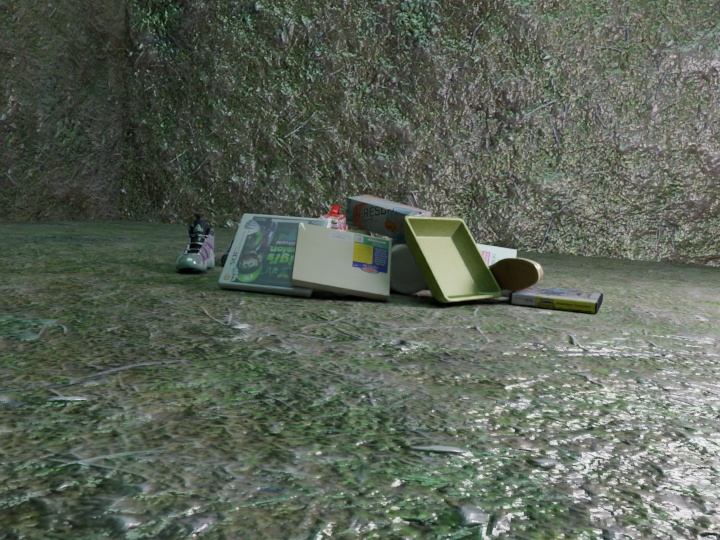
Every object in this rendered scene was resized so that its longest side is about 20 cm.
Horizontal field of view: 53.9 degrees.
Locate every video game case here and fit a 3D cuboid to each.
[{"bbox_3d":[-0.175,-0.036,1.457,0.197,0.184,0.023,5,-33,14],"label":"video game case"},{"bbox_3d":[0.427,0.059,1.533,0.178,0.026,0.200,6,6,22],"label":"video game case"}]

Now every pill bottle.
[{"bbox_3d":[0.114,-0.033,1.607,0.113,0.116,0.200,4,19,6],"label":"pill bottle"}]

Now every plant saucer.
[{"bbox_3d":[0.181,-0.015,1.468,0.198,0.202,0.048,-2,-31,-46],"label":"plant saucer"}]

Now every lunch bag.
[{"bbox_3d":[-0.077,-0.088,1.927,0.081,0.179,0.200,4,5,5],"label":"lunch bag"}]

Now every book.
[{"bbox_3d":[0.263,-0.006,1.672,0.197,0.048,0.134,8,43,11],"label":"book"}]

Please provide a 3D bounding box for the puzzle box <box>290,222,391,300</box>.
[{"bbox_3d":[-0.036,-0.017,1.415,0.197,0.135,0.025,11,-32,-10],"label":"puzzle box"}]

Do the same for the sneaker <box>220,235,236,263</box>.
[{"bbox_3d":[-0.343,-0.060,1.954,0.069,0.083,0.200,4,6,-2],"label":"sneaker"}]

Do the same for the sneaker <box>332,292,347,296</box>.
[{"bbox_3d":[-0.014,0.016,1.505,0.075,0.082,0.200,35,31,8],"label":"sneaker"}]

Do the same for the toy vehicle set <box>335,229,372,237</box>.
[{"bbox_3d":[-0.078,-0.033,1.599,0.123,0.027,0.199,-2,-25,-44],"label":"toy vehicle set"}]

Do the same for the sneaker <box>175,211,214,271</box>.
[{"bbox_3d":[-0.403,-0.073,1.738,0.077,0.142,0.200,3,5,-3],"label":"sneaker"}]

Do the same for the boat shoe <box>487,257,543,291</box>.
[{"bbox_3d":[0.322,0.006,1.524,0.069,0.075,0.199,-16,3,-33],"label":"boat shoe"}]

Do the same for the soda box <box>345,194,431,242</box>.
[{"bbox_3d":[0.059,-0.116,1.563,0.199,0.064,0.068,19,24,39],"label":"soda box"}]
